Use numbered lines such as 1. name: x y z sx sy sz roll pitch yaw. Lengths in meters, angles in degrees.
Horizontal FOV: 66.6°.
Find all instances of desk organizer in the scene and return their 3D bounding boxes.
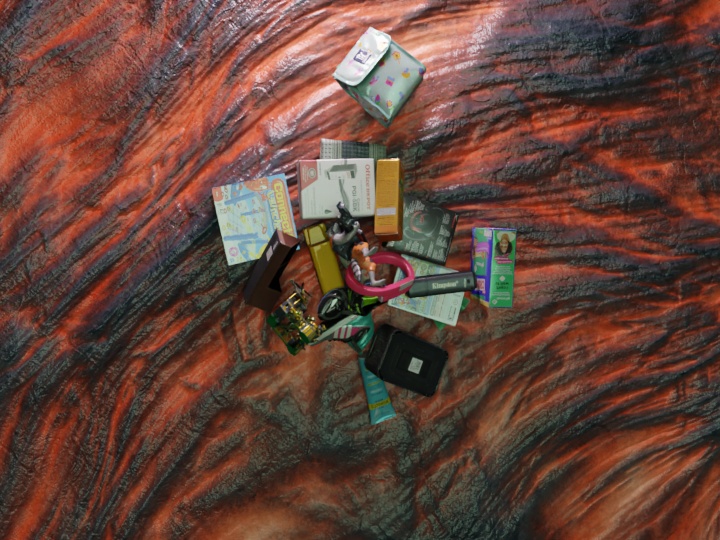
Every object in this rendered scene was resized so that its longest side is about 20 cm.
1. desk organizer: -0.224 0.003 1.407 0.076 0.072 0.202 21 114 -29

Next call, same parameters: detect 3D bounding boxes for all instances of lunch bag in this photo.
1. lunch bag: 0.047 -0.505 1.419 0.199 0.122 0.172 39 91 -2

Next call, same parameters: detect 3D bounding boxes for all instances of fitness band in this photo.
1. fitness band: 0.053 0.013 1.411 0.197 0.143 0.038 -19 135 -35

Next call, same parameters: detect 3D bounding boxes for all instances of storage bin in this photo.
1. storage bin: 0.126 0.244 1.489 0.197 0.093 0.138 24 86 -24

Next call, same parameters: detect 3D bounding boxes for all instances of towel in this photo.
1. towel: -0.023 -0.245 1.481 0.187 0.034 0.206 2 93 -12

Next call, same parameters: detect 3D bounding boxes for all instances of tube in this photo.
1. tube: 0.041 0.329 1.536 0.075 0.050 0.205 -16 102 -2

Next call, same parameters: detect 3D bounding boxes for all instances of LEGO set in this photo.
1. LEGO set: -0.150 0.120 1.412 0.154 0.201 0.115 46 59 9

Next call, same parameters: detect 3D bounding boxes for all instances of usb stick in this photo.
1. usb stick: 0.216 0.037 1.472 0.194 0.033 0.057 -6 86 -3

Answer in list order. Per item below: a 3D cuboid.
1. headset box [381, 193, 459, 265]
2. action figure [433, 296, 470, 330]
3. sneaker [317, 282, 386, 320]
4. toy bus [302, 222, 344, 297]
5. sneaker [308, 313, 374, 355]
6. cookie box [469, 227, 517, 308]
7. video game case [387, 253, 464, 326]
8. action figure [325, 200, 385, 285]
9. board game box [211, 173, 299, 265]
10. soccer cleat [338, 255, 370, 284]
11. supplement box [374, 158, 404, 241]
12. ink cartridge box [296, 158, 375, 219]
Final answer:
1. headset box: 0.153 -0.115 1.494 0.195 0.075 0.153 16 92 -10
2. action figure: 0.198 0.052 1.529 0.118 0.055 0.201 -42 93 -1
3. sneaker: -0.019 0.081 1.407 0.194 0.083 0.073 -16 110 -1
4. toy bus: -0.095 -0.019 1.457 0.063 0.078 0.205 -18 104 -7
5. sneaker: -0.042 0.183 1.492 0.197 0.084 0.123 -28 105 8
6. cookie box: 0.357 -0.012 1.489 0.073 0.171 0.206 1 95 -6
7. video game case: 0.184 0.053 1.495 0.195 0.018 0.147 17 87 -2
8. action figure: -0.027 -0.065 1.348 0.104 0.193 0.201 -42 138 -8
9. board game box: -0.272 -0.134 1.434 0.190 0.056 0.206 -13 97 -7
10. soccer cleat: 0.000 0.000 1.479 0.068 0.078 0.203 -28 99 -5
11. supplement box: 0.076 -0.182 1.414 0.067 0.066 0.206 -3 76 16
12. ink cartridge box: -0.062 -0.210 1.415 0.194 0.083 0.151 -5 95 -11
